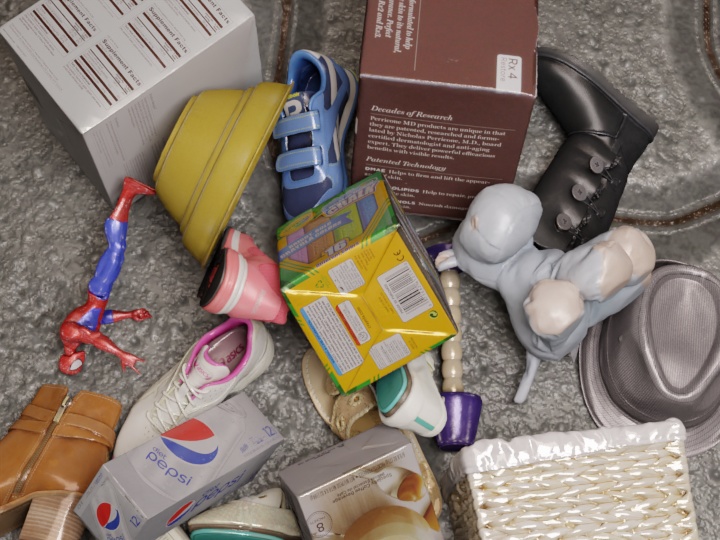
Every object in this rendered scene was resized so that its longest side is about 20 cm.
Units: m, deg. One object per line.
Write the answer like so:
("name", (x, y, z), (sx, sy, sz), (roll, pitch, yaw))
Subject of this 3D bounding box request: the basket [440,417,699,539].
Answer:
("basket", (0.182, 0.234, 1.101), (0.197, 0.198, 0.163), (-6, 73, -4))

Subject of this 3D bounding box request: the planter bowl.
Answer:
("planter bowl", (-0.142, -0.108, 1.185), (0.083, 0.200, 0.202), (27, 72, -5))

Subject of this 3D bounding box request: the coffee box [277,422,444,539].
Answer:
("coffee box", (0.017, 0.254, 1.100), (0.113, 0.080, 0.202), (-23, 103, -14))

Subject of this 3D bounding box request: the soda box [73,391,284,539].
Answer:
("soda box", (-0.158, 0.181, 1.117), (0.063, 0.068, 0.199), (46, 33, 14))

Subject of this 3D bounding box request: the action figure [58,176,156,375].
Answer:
("action figure", (-0.229, 0.020, 1.224), (0.098, 0.065, 0.202), (26, 92, -4))

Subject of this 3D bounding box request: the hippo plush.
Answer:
("hippo plush", (0.172, -0.011, 1.176), (0.159, 0.200, 0.161), (-34, 71, -17))

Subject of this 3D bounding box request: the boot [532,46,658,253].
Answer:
("boot", (0.200, -0.108, 1.280), (0.164, 0.066, 0.201), (32, 75, -4))

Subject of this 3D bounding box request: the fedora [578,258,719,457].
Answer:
("fedora", (0.307, 0.075, 1.214), (0.175, 0.090, 0.202), (17, 71, 5))

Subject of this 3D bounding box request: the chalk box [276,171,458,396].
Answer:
("chalk box", (0.000, 0.000, 1.168), (0.123, 0.200, 0.125), (-29, 111, 6))

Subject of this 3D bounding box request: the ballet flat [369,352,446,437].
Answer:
("ballet flat", (0.043, 0.099, 1.169), (0.069, 0.200, 0.070), (-2, 111, -4))

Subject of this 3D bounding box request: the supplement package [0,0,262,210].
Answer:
("supplement package", (-0.220, -0.200, 1.244), (0.199, 0.192, 0.147), (-37, 75, -14))

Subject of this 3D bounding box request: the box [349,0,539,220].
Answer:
("box", (0.079, -0.175, 1.222), (0.162, 0.201, 0.167), (6, 56, 1))

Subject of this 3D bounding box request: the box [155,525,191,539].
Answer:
("box", (-0.157, 0.311, 1.126), (0.095, 0.078, 0.200), (-40, 76, -11))

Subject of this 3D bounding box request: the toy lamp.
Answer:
("toy lamp", (0.091, 0.076, 1.228), (0.057, 0.058, 0.202), (1, 71, -1))

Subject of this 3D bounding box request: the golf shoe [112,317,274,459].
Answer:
("golf shoe", (-0.166, 0.114, 1.190), (0.075, 0.092, 0.200), (39, 76, 10))

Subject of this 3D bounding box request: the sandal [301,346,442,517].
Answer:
("sandal", (0.015, 0.148, 1.193), (0.077, 0.070, 0.213), (-29, 74, -11))

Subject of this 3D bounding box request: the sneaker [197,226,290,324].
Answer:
("sneaker", (-0.105, 0.016, 1.186), (0.086, 0.200, 0.074), (25, 98, -10))

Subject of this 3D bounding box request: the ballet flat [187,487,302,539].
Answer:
("ballet flat", (-0.063, 0.235, 1.160), (0.198, 0.068, 0.063), (13, 59, -14))

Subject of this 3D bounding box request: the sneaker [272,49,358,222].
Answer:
("sneaker", (-0.055, -0.134, 1.273), (0.073, 0.082, 0.202), (-9, 64, 28))

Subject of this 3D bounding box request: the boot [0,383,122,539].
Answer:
("boot", (-0.331, 0.174, 1.176), (0.198, 0.077, 0.157), (7, 62, 15))
